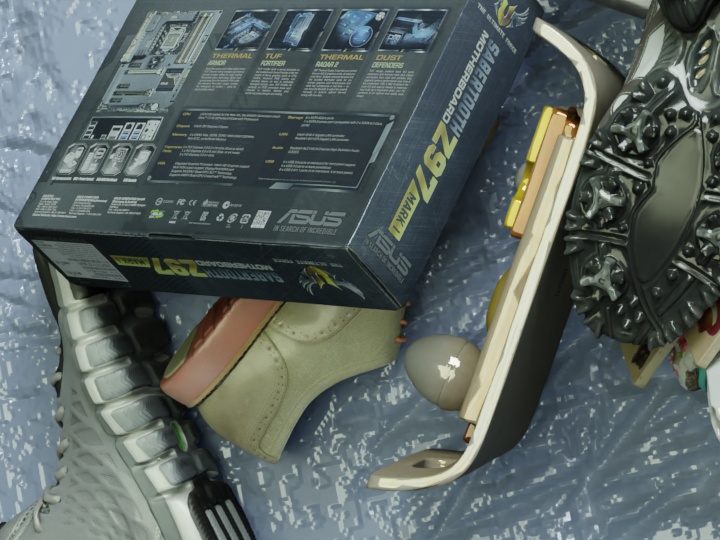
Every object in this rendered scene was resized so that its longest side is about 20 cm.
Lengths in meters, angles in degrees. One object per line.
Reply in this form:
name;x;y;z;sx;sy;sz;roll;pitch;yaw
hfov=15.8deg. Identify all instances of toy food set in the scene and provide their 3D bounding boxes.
toy food set;0.057;-0.005;1.093;0.060;0.143;0.201;19;94;11

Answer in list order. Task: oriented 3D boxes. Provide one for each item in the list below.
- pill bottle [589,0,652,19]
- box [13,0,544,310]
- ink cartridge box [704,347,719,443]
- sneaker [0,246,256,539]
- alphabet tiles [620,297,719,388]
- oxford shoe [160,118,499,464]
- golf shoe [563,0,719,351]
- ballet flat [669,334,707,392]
pill bottle;0.135;-0.210;1.093;0.119;0.120;0.201;21;94;19
box;-0.037;-0.065;1.115;0.199;0.051;0.158;4;58;39
ink cartridge box;0.252;0.047;1.022;0.199;0.088;0.146;-28;115;15
sneaker;-0.136;0.082;1.198;0.115;0.075;0.201;-28;80;18
alphabet tiles;0.159;-0.054;1.054;0.006;0.167;0.200;25;114;-19
oxford shoe;0.000;0.000;1.168;0.074;0.071;0.200;42;101;-9
golf shoe;0.139;-0.066;1.027;0.077;0.094;0.201;19;100;15
ballet flat;0.182;-0.041;1.097;0.064;0.076;0.200;37;90;27
